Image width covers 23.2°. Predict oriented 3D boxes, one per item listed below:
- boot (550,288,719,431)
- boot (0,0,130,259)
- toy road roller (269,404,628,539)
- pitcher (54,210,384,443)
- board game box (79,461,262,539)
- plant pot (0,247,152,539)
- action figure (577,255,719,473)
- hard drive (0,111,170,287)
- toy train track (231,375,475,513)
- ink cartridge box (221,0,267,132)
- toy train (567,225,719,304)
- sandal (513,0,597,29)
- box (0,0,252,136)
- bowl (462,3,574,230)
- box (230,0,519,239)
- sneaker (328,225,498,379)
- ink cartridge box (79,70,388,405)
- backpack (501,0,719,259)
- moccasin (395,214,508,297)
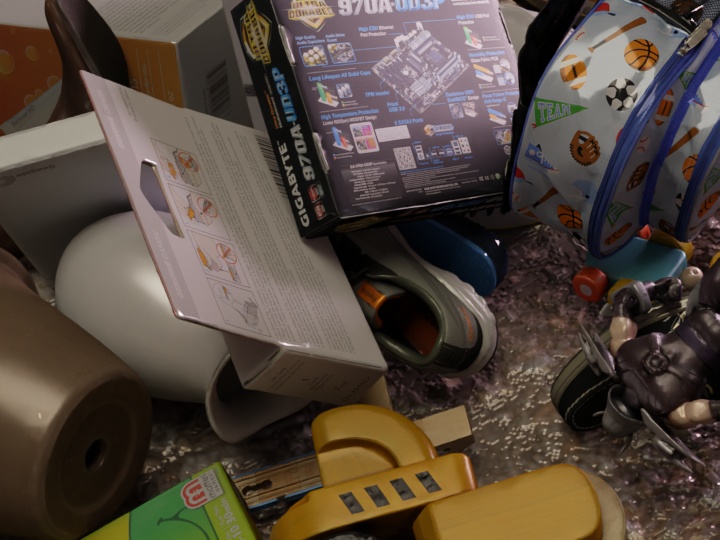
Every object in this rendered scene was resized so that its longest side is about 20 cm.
[{"bbox_3d":[0.227,0.088,1.061,0.203,0.073,0.154,-27,58,12],"label":"boot"},{"bbox_3d":[-0.256,-0.095,1.284,0.199,0.187,0.064,-19,20,16],"label":"boot"},{"bbox_3d":[0.046,0.145,1.009,0.199,0.123,0.146,-15,55,1],"label":"toy road roller"},{"bbox_3d":[-0.098,0.033,1.191,0.171,0.122,0.200,-4,23,-45],"label":"pitcher"},{"bbox_3d":[-0.148,0.210,1.057,0.200,0.048,0.102,-29,46,-3],"label":"board game box"},{"bbox_3d":[-0.230,0.090,1.111,0.174,0.201,0.200,18,55,27],"label":"plant pot"},{"bbox_3d":[0.209,0.032,1.017,0.200,0.069,0.130,-48,65,16],"label":"action figure"},{"bbox_3d":[-0.184,-0.049,1.228,0.131,0.200,0.027,-15,67,1],"label":"hard drive"},{"bbox_3d":[-0.022,0.133,1.124,0.199,0.033,0.115,-18,52,7],"label":"toy train track"},{"bbox_3d":[-0.031,-0.188,1.314,0.083,0.200,0.146,8,50,18],"label":"ink cartridge box"},{"bbox_3d":[0.234,-0.019,1.180,0.199,0.056,0.151,-11,40,5],"label":"toy train"},{"bbox_3d":[0.175,-0.205,1.344,0.200,0.082,0.055,32,89,34],"label":"sandal"},{"bbox_3d":[-0.197,-0.148,1.360,0.199,0.125,0.098,9,33,24],"label":"box"},{"bbox_3d":[0.099,-0.133,1.296,0.200,0.094,0.201,-9,46,9],"label":"bowl"},{"bbox_3d":[0.026,-0.113,1.154,0.199,0.046,0.160,-11,80,-39],"label":"box"},{"bbox_3d":[0.000,0.000,1.162,0.200,0.079,0.074,35,104,19],"label":"sneaker"},{"bbox_3d":[-0.087,-0.018,1.071,0.045,0.176,0.200,-45,51,27],"label":"ink cartridge box"},{"bbox_3d":[0.179,-0.101,1.120,0.154,0.200,0.190,34,62,27],"label":"backpack"},{"bbox_3d":[0.022,-0.042,1.241,0.199,0.081,0.068,23,43,28],"label":"moccasin"}]
